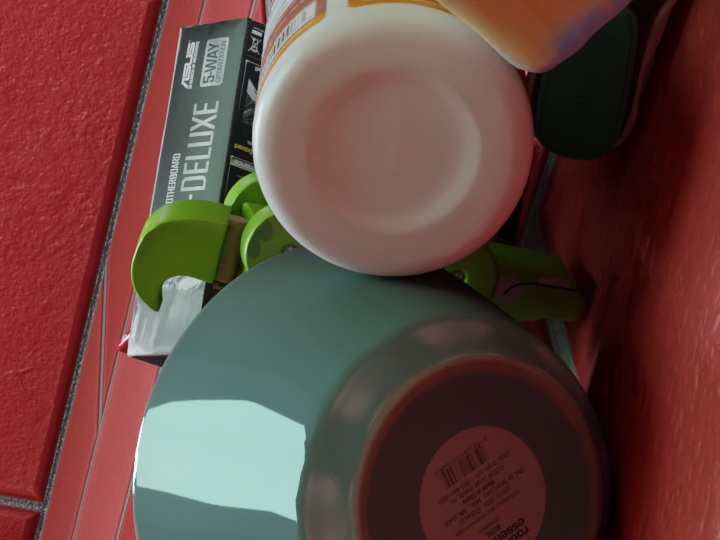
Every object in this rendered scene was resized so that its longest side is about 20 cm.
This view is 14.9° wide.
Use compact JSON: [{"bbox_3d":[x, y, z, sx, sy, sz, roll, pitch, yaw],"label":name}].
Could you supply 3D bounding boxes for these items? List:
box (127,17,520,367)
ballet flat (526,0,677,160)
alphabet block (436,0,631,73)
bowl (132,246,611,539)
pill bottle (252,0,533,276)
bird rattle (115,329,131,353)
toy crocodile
[{"bbox_3d":[-0.010,-0.012,1.295,0.050,0.200,0.158,-4,73,44],"label":"box"},{"bbox_3d":[0.109,-0.133,1.134,0.200,0.069,0.070,106,169,-46],"label":"ballet flat"},{"bbox_3d":[0.051,-0.229,0.974,0.196,0.200,0.196,-43,27,22],"label":"alphabet block"},{"bbox_3d":[0.020,0.088,1.094,0.105,0.200,0.202,0,79,60],"label":"bowl"},{"bbox_3d":[0.014,-0.082,1.155,0.200,0.112,0.113,-88,12,-69],"label":"pill bottle"},{"bbox_3d":[-0.027,0.067,1.423,0.163,0.112,0.201,-8,106,56],"label":"bird rattle"},{"bbox_3d":[0.000,0.000,1.191,0.068,0.199,0.062,-126,47,-68],"label":"toy crocodile"}]
